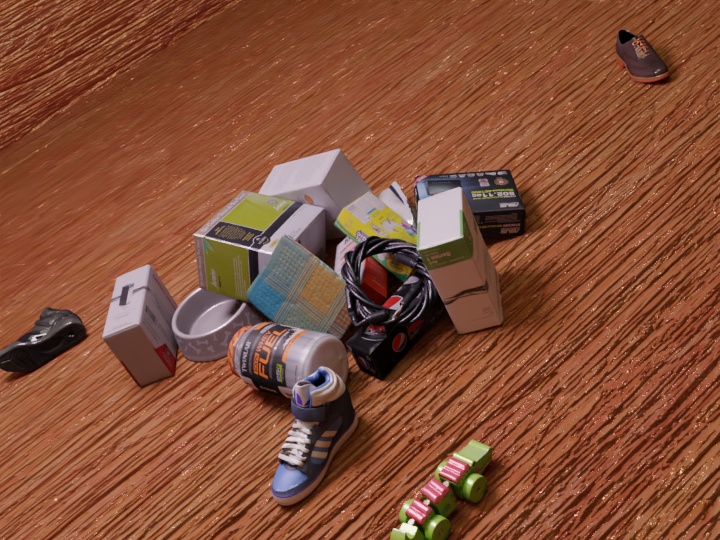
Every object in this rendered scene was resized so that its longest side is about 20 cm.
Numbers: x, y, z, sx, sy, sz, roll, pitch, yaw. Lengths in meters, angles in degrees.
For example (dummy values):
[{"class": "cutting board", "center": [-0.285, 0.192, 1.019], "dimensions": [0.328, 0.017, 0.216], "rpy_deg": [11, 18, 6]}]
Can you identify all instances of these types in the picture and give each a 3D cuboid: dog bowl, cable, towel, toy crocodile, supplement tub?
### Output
[{"class": "dog bowl", "center": [-0.293, 0.093, 1.665], "dimensions": [0.199, 0.059, 0.201], "rpy_deg": [-17, 36, 13]}, {"class": "cable", "center": [0.049, 0.008, 1.415], "dimensions": [0.162, 0.051, 0.201], "rpy_deg": [-14, 48, 9]}, {"class": "towel", "center": [-0.099, 0.050, 1.486], "dimensions": [0.199, 0.022, 0.147], "rpy_deg": [37, 101, 12]}, {"class": "toy crocodile", "center": [0.112, 0.309, 1.127], "dimensions": [0.200, 0.062, 0.067], "rpy_deg": [-43, 38, -24]}, {"class": "supplement tub", "center": [-0.129, 0.158, 1.422], "dimensions": [0.199, 0.123, 0.123], "rpy_deg": [6, 45, 38]}]

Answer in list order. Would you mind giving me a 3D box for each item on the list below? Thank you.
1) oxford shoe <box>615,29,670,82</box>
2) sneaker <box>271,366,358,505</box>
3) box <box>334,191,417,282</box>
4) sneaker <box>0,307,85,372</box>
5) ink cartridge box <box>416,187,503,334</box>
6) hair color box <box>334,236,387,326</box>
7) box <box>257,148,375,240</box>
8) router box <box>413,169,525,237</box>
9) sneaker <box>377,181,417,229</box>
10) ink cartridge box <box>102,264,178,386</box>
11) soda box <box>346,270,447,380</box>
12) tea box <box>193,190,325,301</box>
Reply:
[{"class": "oxford shoe", "center": [0.619, -0.477, 1.821], "dimensions": [0.071, 0.073, 0.200], "rpy_deg": [-24, 35, 0]}, {"class": "sneaker", "center": [-0.091, 0.242, 1.266], "dimensions": [0.080, 0.147, 0.200], "rpy_deg": [13, 49, 42]}, {"class": "box", "center": [0.060, -0.058, 1.550], "dimensions": [0.200, 0.049, 0.117], "rpy_deg": [38, 34, 10]}, {"class": "sneaker", "center": [-0.722, 0.152, 1.844], "dimensions": [0.199, 0.077, 0.114], "rpy_deg": [-31, 33, -14]}, {"class": "ink cartridge box", "center": [0.170, -0.014, 1.392], "dimensions": [0.084, 0.201, 0.147], "rpy_deg": [-16, 35, 18]}, {"class": "hair color box", "center": [0.000, 0.000, 1.567], "dimensions": [0.101, 0.061, 0.201], "rpy_deg": [-41, 27, 30]}, {"class": "box", "center": [-0.094, -0.152, 1.739], "dimensions": [0.199, 0.152, 0.107], "rpy_deg": [-7, 45, 40]}, {"class": "router box", "center": [0.207, -0.128, 1.589], "dimensions": [0.198, 0.063, 0.150], "rpy_deg": [-5, 37, 0]}, {"class": "sneaker", "center": [0.077, -0.110, 1.696], "dimensions": [0.080, 0.077, 0.200], "rpy_deg": [-33, 28, 4]}, {"class": "ink cartridge box", "center": [-0.437, 0.108, 1.657], "dimensions": [0.083, 0.145, 0.201], "rpy_deg": [-20, 35, 8]}, {"class": "soda box", "center": [0.070, 0.092, 1.427], "dimensions": [0.063, 0.071, 0.200], "rpy_deg": [20, 55, 44]}, {"class": "tea box", "center": [-0.198, -0.046, 1.649], "dimensions": [0.195, 0.135, 0.200], "rpy_deg": [15, 36, 18]}]
